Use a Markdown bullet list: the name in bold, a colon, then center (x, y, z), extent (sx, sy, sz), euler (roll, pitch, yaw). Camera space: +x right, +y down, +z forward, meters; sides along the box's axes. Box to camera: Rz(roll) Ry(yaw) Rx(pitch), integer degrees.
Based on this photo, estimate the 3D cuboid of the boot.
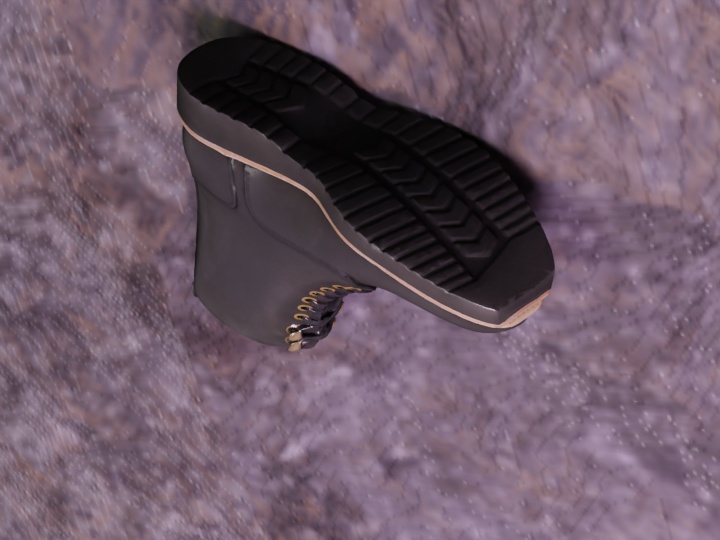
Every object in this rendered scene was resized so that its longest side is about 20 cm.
- **boot**: center (0.000, 0.000, 1.141), extent (0.200, 0.077, 0.139), euler (39, 142, 34)
